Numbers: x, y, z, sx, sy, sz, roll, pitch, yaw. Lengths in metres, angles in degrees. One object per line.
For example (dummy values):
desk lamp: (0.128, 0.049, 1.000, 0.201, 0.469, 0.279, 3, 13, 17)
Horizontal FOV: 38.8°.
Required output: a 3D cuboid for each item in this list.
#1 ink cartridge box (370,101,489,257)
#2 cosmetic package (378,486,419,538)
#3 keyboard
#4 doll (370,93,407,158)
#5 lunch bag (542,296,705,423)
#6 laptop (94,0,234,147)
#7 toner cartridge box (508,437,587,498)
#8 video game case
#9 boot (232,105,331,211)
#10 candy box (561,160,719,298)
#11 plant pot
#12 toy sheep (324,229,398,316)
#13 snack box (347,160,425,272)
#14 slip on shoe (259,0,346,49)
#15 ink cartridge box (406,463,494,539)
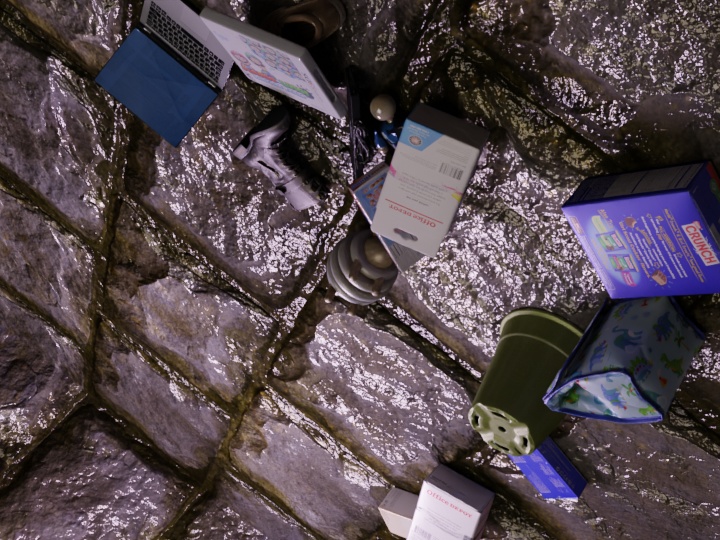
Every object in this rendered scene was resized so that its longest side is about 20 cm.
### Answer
ink cartridge box: (0.099, -0.131, 1.506, 0.115, 0.068, 0.200, 24, 127, 6)
cosmetic package: (0.152, 0.600, 2.448, 0.200, 0.073, 0.104, 11, 138, 40)
keyboard: (0.004, -0.211, 1.585, 0.040, 0.104, 0.200, -8, 141, -3)
doll: (0.078, -0.182, 1.556, 0.136, 0.048, 0.200, -6, 123, 50)
lunch bag: (0.377, 0.131, 1.518, 0.127, 0.170, 0.200, 48, 150, -13)
laptop: (-0.328, -0.347, 1.716, 0.187, 0.116, 0.200, 39, 149, 0)
toner cartridge box: (0.338, 0.356, 1.967, 0.200, 0.043, 0.095, 50, 149, -15)
video game case: (-0.131, -0.314, 1.558, 0.200, 0.024, 0.182, 28, 171, 27)
boot: (-0.118, -0.185, 1.760, 0.174, 0.069, 0.200, 42, 153, -13)
candy box: (0.396, -0.049, 1.360, 0.200, 0.077, 0.169, -3, 127, 50)
plant pot: (0.276, 0.200, 1.695, 0.200, 0.190, 0.200, 27, 147, 19)
toy sheep: (0.000, 0.000, 1.790, 0.138, 0.138, 0.200, 45, 140, -8)
snack box: (0.053, -0.084, 1.656, 0.200, 0.072, 0.024, 57, 177, -41)
slip on shoe: (-0.101, -0.351, 1.521, 0.200, 0.061, 0.076, -6, 127, 50)
ink cartridge box: (0.197, 0.550, 2.262, 0.145, 0.084, 0.200, 26, 123, 21)
